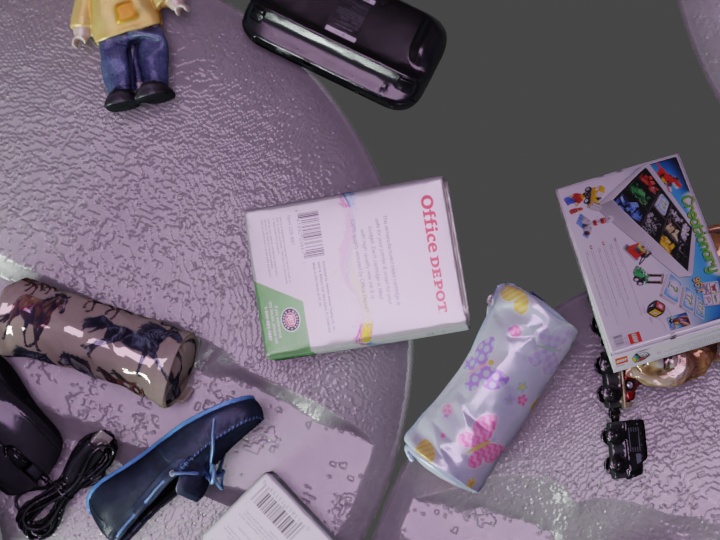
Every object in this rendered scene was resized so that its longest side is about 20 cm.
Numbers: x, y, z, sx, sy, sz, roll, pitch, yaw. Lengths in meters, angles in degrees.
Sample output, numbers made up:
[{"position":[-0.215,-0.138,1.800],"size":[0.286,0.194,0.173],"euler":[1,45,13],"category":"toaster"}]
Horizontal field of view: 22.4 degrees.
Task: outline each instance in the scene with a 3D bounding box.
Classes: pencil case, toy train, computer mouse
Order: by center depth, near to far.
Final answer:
[{"position":[0.124,0.112,1.730],"size":[0.090,0.083,0.201],"euler":[31,89,-17],"category":"pencil case"},{"position":[0.250,0.099,1.746],"size":[0.045,0.034,0.202],"euler":[-4,85,-8],"category":"toy train"},{"position":[-0.257,0.072,1.773],"size":[0.198,0.090,0.078],"euler":[18,58,6],"category":"pencil case"},{"position":[-0.346,0.155,1.776],"size":[0.200,0.053,0.139],"euler":[44,100,9],"category":"computer mouse"}]

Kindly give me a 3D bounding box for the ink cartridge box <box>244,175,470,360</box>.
[{"position":[0.000,0.000,1.752],"size":[0.198,0.088,0.147],"euler":[-10,84,6],"category":"ink cartridge box"}]

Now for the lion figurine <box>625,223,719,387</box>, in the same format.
[{"position":[0.327,0.026,1.734],"size":[0.121,0.073,0.201],"euler":[13,65,13],"category":"lion figurine"}]

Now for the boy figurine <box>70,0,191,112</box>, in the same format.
[{"position":[-0.232,-0.264,1.811],"size":[0.123,0.064,0.202],"euler":[-10,87,7],"category":"boy figurine"}]

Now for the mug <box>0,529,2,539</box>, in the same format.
[{"position":[-0.388,0.272,1.714],"size":[0.198,0.175,0.149],"euler":[15,86,6],"category":"mug"}]

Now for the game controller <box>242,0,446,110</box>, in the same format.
[{"position":[-0.016,-0.240,1.806],"size":[0.199,0.042,0.105],"euler":[27,73,6],"category":"game controller"}]

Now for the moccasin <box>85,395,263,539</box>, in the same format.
[{"position":[-0.169,0.196,1.757],"size":[0.199,0.080,0.068],"euler":[-36,68,13],"category":"moccasin"}]

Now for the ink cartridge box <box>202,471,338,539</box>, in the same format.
[{"position":[-0.080,0.325,1.749],"size":[0.174,0.044,0.200],"euler":[-45,83,0],"category":"ink cartridge box"}]

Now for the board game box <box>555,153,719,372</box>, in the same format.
[{"position":[0.270,-0.010,1.710],"size":[0.125,0.035,0.201],"euler":[-16,54,4],"category":"board game box"}]
